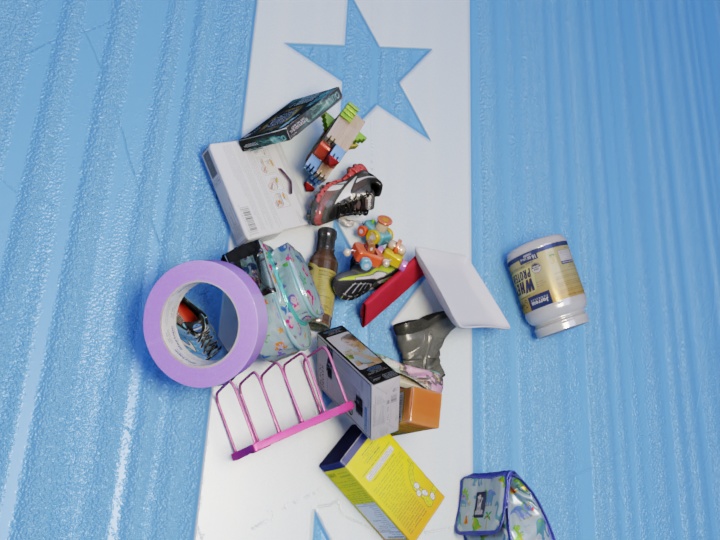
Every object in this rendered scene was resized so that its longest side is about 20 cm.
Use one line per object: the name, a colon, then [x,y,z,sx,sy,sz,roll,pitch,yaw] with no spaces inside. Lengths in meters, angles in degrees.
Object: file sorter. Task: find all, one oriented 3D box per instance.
file sorter: [-0.140,0.229,1.291,0.196,0.139,0.128,-18,79,-30]

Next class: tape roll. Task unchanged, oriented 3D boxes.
tape roll: [-0.254,0.086,1.208,0.194,0.066,0.207,0,90,8]

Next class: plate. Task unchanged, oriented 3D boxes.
plate: [0.207,0.045,1.525,0.197,0.032,0.202,7,46,-48]

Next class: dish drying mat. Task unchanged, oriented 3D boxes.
dish drying mat: [0.069,0.034,1.507,0.018,0.078,0.199,35,55,25]

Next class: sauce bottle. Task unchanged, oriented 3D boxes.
sauce bottle: [-0.076,0.015,1.441,0.063,0.065,0.205,16,65,-21]

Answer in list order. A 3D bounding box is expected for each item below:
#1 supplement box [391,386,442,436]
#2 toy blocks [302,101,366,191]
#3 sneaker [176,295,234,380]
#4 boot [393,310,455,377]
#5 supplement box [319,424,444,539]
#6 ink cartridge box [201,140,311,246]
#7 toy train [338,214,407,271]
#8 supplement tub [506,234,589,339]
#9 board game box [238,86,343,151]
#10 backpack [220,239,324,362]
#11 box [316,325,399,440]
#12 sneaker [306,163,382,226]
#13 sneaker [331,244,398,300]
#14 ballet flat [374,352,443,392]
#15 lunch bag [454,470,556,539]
supplement box: [0.073,0.264,1.351,0.065,0.199,0.071,15,69,-20]
toy blocks: [-0.066,-0.237,1.469,0.099,0.199,0.139,35,72,-12]
sneaker: [-0.289,0.117,1.281,0.201,0.090,0.078,49,59,-4]
boot: [0.155,0.158,1.521,0.196,0.067,0.135,-13,91,-30]
supplement box: [0.039,0.387,1.344,0.201,0.109,0.109,49,59,-4]
ink cartridge box: [-0.202,-0.161,1.450,0.171,0.043,0.204,-16,80,-45]
toy train: [0.027,-0.066,1.462,0.147,0.056,0.202,19,26,-25]
supplement tub: [0.421,0.037,1.637,0.141,0.144,0.205,-11,77,-29]
board game box: [-0.136,-0.301,1.456,0.200,0.133,0.029,-49,123,-42]
backpack: [-0.150,0.056,1.314,0.147,0.178,0.206,-16,77,7]
box: [-0.008,0.198,1.320,0.059,0.199,0.120,-14,120,-28]
sneaker: [-0.025,-0.145,1.493,0.097,0.072,0.200,30,48,23]
sneaker: [0.000,0.000,1.469,0.082,0.074,0.198,52,32,14]
ballet flat: [0.066,0.211,1.415,0.195,0.070,0.072,17,46,-2]
lunch bag: [0.269,0.486,1.392,0.124,0.170,0.206,-9,77,-29]
